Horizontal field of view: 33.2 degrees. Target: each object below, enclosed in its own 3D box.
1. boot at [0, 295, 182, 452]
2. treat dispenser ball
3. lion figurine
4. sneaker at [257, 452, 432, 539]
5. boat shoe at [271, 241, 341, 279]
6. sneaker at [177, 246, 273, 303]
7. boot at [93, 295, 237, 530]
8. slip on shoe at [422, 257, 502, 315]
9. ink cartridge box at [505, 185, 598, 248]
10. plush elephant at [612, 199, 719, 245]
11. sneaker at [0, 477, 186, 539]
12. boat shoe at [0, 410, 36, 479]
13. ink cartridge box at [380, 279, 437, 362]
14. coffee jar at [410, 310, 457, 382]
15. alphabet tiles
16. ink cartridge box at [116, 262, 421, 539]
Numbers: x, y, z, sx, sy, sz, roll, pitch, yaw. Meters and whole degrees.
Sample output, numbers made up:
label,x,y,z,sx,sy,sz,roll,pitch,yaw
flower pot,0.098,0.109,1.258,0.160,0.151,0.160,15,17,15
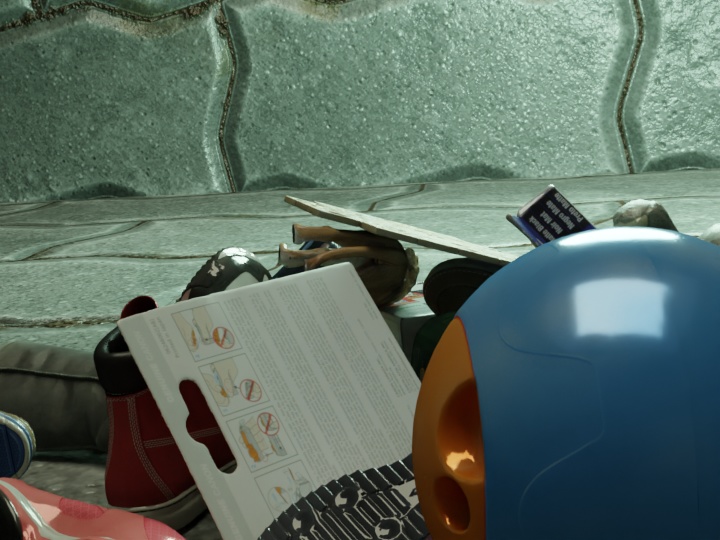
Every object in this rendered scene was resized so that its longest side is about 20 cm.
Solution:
label,x,y,z,sx,sy,sz,roll,pitch,yaw
boot,-0.208,0.077,0.975,0.199,0.073,0.183,0,47,37
treat dispenser ball,0.122,0.082,0.556,0.199,0.203,0.201,-4,9,1
lion figurine,0.000,0.000,0.940,0.121,0.073,0.200,1,2,-8
sneaker,0.034,0.145,0.678,0.199,0.082,0.070,-25,44,-11
boat shoe,-0.099,0.034,1.124,0.199,0.069,0.084,-35,6,1
sneaker,-0.064,0.054,0.874,0.080,0.074,0.200,36,-12,32
boot,-0.119,0.082,0.841,0.072,0.146,0.200,-4,7,17
slip on shoe,0.129,0.061,0.922,0.199,0.076,0.061,34,44,12
ink cartridge box,0.192,0.026,0.843,0.041,0.200,0.200,-45,-11,7
plush elephant,0.311,0.029,0.987,0.163,0.201,0.155,-16,30,10
sneaker,-0.148,0.163,0.662,0.199,0.075,0.086,11,3,44
boat shoe,-0.323,0.125,0.901,0.198,0.073,0.072,-2,8,16
ink cartridge box,0.097,0.056,1.082,0.198,0.085,0.175,-8,9,-19
coffee jar,0.114,0.090,0.808,0.085,0.106,0.200,-4,8,-28
alphabet tiles,0.045,-0.028,0.941,0.198,0.006,0.166,13,6,-19
ink cartridge box,-0.046,0.087,0.759,0.199,0.161,0.047,-14,-22,-44
